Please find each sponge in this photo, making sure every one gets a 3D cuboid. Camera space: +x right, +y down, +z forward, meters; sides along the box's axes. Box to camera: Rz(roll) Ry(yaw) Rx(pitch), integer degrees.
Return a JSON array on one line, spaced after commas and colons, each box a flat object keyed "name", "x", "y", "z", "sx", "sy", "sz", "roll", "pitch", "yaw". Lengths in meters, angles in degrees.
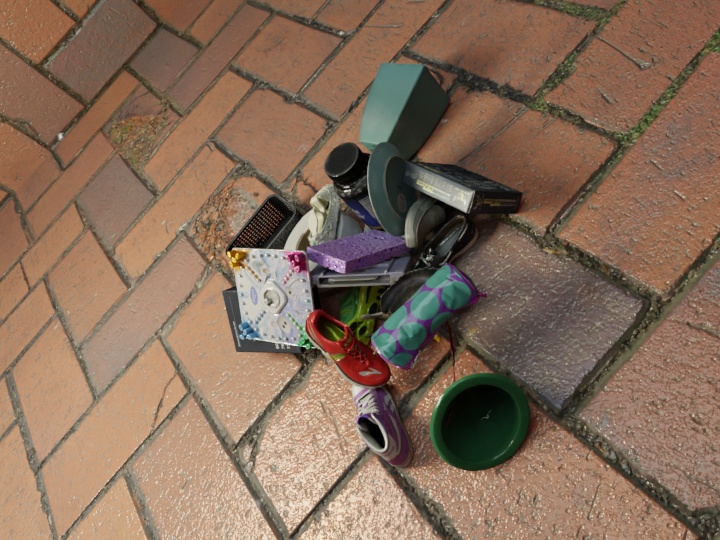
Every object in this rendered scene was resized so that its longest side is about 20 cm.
[{"name": "sponge", "x": 0.000, "y": -0.042, "z": 1.260, "sx": 0.111, "sy": 0.199, "sz": 0.030, "roll": 20, "pitch": 117, "yaw": 41}]

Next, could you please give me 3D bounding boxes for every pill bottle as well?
[{"name": "pill bottle", "x": 0.011, "y": -0.179, "z": 1.313, "sx": 0.111, "sy": 0.200, "sz": 0.113, "roll": -18, "pitch": 53, "yaw": 25}]

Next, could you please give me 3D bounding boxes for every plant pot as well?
[{"name": "plant pot", "x": 0.093, "y": -0.370, "z": 1.482, "sx": 0.141, "sy": 0.141, "sz": 0.201, "roll": 21, "pitch": 82, "yaw": 42}]

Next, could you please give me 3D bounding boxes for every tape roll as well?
[{"name": "tape roll", "x": -0.091, "y": -0.052, "z": 1.424, "sx": 0.202, "sy": 0.071, "sz": 0.204, "roll": -28, "pitch": 46, "yaw": 33}]

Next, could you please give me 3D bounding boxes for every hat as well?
[{"name": "hat", "x": 0.192, "y": 0.215, "z": 1.074, "sx": 0.176, "sy": 0.164, "sz": 0.202, "roll": -105, "pitch": 34, "yaw": -75}]

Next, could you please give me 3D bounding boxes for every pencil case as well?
[{"name": "pencil case", "x": 0.115, "y": 0.081, "z": 1.060, "sx": 0.200, "sy": 0.085, "sz": 0.092, "roll": -46, "pitch": 65, "yaw": 4}]

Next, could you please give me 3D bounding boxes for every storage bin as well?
[{"name": "storage bin", "x": -0.225, "y": -0.075, "z": 1.543, "sx": 0.200, "sy": 0.094, "sz": 0.135, "roll": -50, "pitch": 46, "yaw": -4}]

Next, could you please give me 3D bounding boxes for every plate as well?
[{"name": "plate", "x": 0.076, "y": -0.171, "z": 1.287, "sx": 0.025, "sy": 0.200, "sz": 0.202, "roll": -8, "pitch": 58, "yaw": 31}]

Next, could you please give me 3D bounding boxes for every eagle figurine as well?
[{"name": "eagle figurine", "x": 0.106, "y": 0.077, "z": 1.183, "sx": 0.201, "sy": 0.150, "sz": 0.152, "roll": -58, "pitch": 14, "yaw": 7}]

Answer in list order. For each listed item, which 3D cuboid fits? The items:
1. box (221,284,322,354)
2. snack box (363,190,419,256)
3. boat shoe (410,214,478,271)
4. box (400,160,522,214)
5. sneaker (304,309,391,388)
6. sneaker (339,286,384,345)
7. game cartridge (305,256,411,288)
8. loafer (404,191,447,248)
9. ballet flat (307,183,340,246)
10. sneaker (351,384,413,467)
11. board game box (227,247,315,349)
[{"name": "box", "x": -0.189, "y": 0.095, "z": 1.352, "sx": 0.199, "sy": 0.104, "sz": 0.149, "roll": -2, "pitch": 104, "yaw": 34}, {"name": "snack box", "x": 0.070, "y": -0.122, "z": 1.400, "sx": 0.115, "sy": 0.037, "sz": 0.202, "roll": -7, "pitch": 59, "yaw": 32}, {"name": "boat shoe", "x": 0.158, "y": -0.031, "z": 1.262, "sx": 0.200, "sy": 0.060, "sz": 0.074, "roll": -43, "pitch": 47, "yaw": 4}, {"name": "box", "x": 0.204, "y": -0.170, "z": 1.253, "sx": 0.200, "sy": 0.157, "sz": 0.051, "roll": 33, "pitch": 116, "yaw": 43}, {"name": "sneaker", "x": -0.026, "y": 0.148, "z": 1.160, "sx": 0.199, "sy": 0.085, "sz": 0.077, "roll": 36, "pitch": 65, "yaw": 6}, {"name": "sneaker", "x": -0.010, "y": 0.098, "z": 1.304, "sx": 0.083, "sy": 0.074, "sz": 0.201, "roll": 0, "pitch": 61, "yaw": 62}, {"name": "game cartridge", "x": 0.000, "y": 0.000, "z": 1.249, "sx": 0.198, "sy": 0.039, "sz": 0.130, "roll": -3, "pitch": 19, "yaw": 12}, {"name": "loafer", "x": 0.143, "y": -0.117, "z": 1.293, "sx": 0.069, "sy": 0.070, "sz": 0.201, "roll": 8, "pitch": 44, "yaw": 20}, {"name": "ballet flat", "x": -0.083, "y": -0.128, "z": 1.360, "sx": 0.071, "sy": 0.072, "sz": 0.201, "roll": -19, "pitch": 50, "yaw": 25}, {"name": "sneaker", "x": 0.022, "y": 0.261, "z": 1.136, "sx": 0.073, "sy": 0.114, "sz": 0.201, "roll": -43, "pitch": 45, "yaw": 6}, {"name": "board game box", "x": -0.183, "y": 0.057, "z": 1.255, "sx": 0.199, "sy": 0.026, "sz": 0.202, "roll": 4, "pitch": 107, "yaw": 33}]
